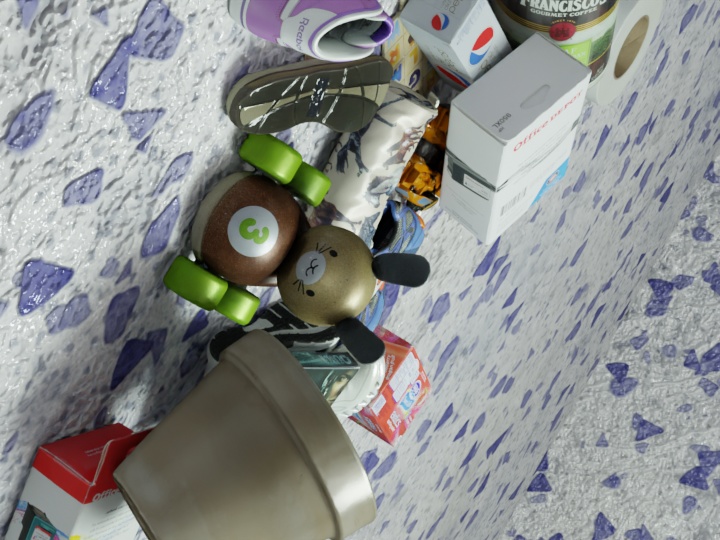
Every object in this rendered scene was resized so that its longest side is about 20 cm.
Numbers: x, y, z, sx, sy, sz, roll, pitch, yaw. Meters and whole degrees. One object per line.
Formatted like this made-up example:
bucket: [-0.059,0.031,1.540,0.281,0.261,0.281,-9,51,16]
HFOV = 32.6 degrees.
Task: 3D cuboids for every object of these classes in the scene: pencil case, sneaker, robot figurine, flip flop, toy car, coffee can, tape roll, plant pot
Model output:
pencil case: [0.009,-0.103,1.273,0.089,0.078,0.200,15,105,-45]
sneaker: [-0.099,0.091,1.314,0.200,0.074,0.080,-17,138,-49]
sneaker: [-0.006,-0.226,1.034,0.200,0.114,0.073,-41,151,-43]
robot figurine: [0.092,-0.130,1.453,0.145,0.058,0.200,-59,159,5]
flip flop: [-0.046,-0.166,1.113,0.200,0.058,0.081,-14,137,-42]
toy car: [-0.044,-0.003,1.118,0.164,0.200,0.158,-59,159,-1]
coffee can: [0.220,-0.313,1.380,0.146,0.146,0.200,-50,157,-24]
tape roll: [0.402,-0.351,1.896,0.203,0.037,0.203,-47,157,-28]
sneaker: [-0.056,0.138,1.378,0.200,0.075,0.081,-36,155,28]
plant pot: [-0.111,0.180,1.070,0.173,0.200,0.200,-32,150,-18]
sneaker: [0.000,0.000,1.423,0.200,0.075,0.078,-62,151,-15]

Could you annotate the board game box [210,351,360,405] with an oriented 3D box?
board game box: [-0.100,0.139,1.259,0.200,0.028,0.135,5,127,-54]

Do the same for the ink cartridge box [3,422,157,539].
ink cartridge box: [-0.251,0.214,1.121,0.116,0.067,0.200,-9,127,-64]

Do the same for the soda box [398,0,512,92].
soda box: [0.109,-0.244,1.311,0.064,0.068,0.200,-58,159,-1]

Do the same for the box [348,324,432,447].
box: [0.019,0.145,1.602,0.100,0.095,0.200,-54,159,-12]

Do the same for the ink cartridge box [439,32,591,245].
ink cartridge box: [0.169,-0.145,1.377,0.145,0.084,0.200,-41,158,-22]

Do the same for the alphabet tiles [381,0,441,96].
alphabet tiles: [0.074,-0.260,1.315,0.166,0.006,0.200,-50,157,-24]
